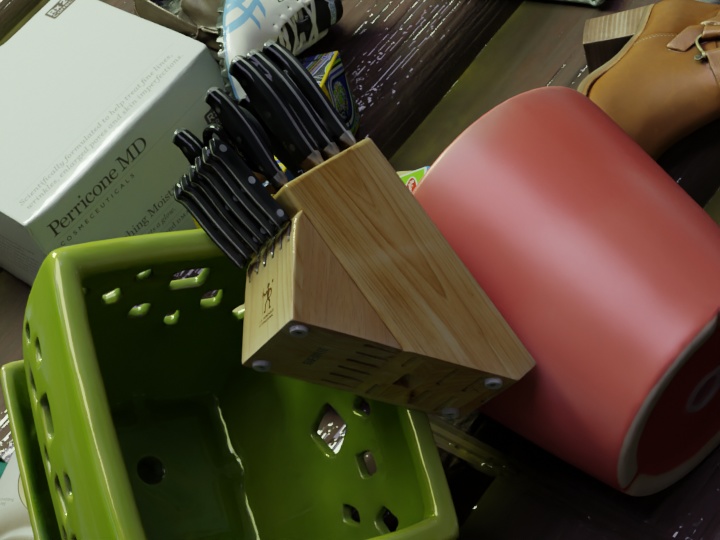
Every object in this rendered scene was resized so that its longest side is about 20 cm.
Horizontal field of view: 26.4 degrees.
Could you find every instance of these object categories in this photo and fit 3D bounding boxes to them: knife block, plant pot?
[{"bbox_3d":[-0.005,-0.026,0.833,0.064,0.199,0.177,-40,40,52],"label":"knife block"},{"bbox_3d":[-0.092,0.101,0.870,0.198,0.181,0.201,-7,70,-32],"label":"plant pot"},{"bbox_3d":[0.135,0.022,0.892,0.200,0.201,0.177,-42,57,-13],"label":"plant pot"}]

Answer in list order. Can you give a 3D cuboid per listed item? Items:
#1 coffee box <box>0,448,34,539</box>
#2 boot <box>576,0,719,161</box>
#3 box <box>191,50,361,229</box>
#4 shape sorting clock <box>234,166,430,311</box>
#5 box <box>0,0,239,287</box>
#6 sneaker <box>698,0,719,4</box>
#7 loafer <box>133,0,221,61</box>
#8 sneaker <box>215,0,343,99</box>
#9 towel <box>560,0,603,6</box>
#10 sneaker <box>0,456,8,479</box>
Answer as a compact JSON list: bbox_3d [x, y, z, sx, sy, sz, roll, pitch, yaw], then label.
[{"bbox_3d":[-0.169,0.151,0.996,0.112,0.080,0.201,1,52,26],"label":"coffee box"},{"bbox_3d":[0.230,-0.114,1.048,0.154,0.077,0.201,-5,42,18],"label":"boot"},{"bbox_3d":[-0.059,-0.081,1.128,0.070,0.065,0.200,-8,34,20],"label":"box"},{"bbox_3d":[0.000,0.000,1.074,0.199,0.039,0.201,-21,35,16],"label":"shape sorting clock"},{"bbox_3d":[-0.217,-0.092,1.202,0.199,0.131,0.199,27,67,41],"label":"box"},{"bbox_3d":[0.282,-0.305,1.152,0.073,0.116,0.201,6,53,33],"label":"sneaker"},{"bbox_3d":[-0.122,-0.223,1.312,0.199,0.071,0.073,5,54,30],"label":"loafer"},{"bbox_3d":[-0.058,-0.194,1.176,0.072,0.072,0.200,1,34,19],"label":"sneaker"},{"bbox_3d":[0.150,-0.300,1.270,0.199,0.035,0.193,13,58,35],"label":"towel"},{"bbox_3d":[-0.299,0.133,1.082,0.199,0.071,0.080,1,54,31],"label":"sneaker"}]
